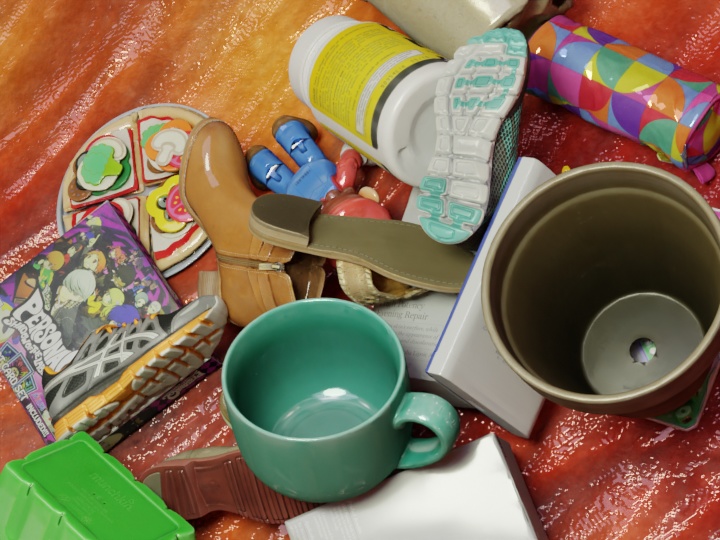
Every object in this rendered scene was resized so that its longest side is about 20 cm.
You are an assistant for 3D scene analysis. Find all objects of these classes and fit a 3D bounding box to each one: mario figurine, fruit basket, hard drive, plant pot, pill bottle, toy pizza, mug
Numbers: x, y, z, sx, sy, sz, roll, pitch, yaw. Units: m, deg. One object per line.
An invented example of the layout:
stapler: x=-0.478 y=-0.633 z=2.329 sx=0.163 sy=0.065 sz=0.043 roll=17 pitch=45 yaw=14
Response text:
mario figurine: x=-0.026 y=-0.055 z=1.637 sx=0.200 sy=0.106 sz=0.124 roll=50 pitch=133 yaw=39
fruit basket: x=-0.254 y=0.279 z=1.549 sx=0.215 sy=0.155 sz=0.216 roll=18 pitch=118 yaw=39
hard drive: x=0.138 y=0.024 z=1.465 sx=0.025 sy=0.132 sz=0.201 roll=10 pitch=70 yaw=47
plant pot: x=0.094 y=-0.278 z=1.622 sx=0.200 sy=0.200 sz=0.184 roll=-39 pitch=70 yaw=1
pill bottle: x=0.021 y=-0.161 z=1.584 sx=0.114 sy=0.114 sz=0.200 roll=-48 pitch=40 yaw=-4
plant pot: x=0.214 y=0.037 z=1.405 sx=0.199 sy=0.174 sz=0.201 roll=-7 pitch=66 yaw=17
toy pizza: x=-0.218 y=-0.081 z=1.731 sx=0.199 sy=0.032 sz=0.201 roll=-8 pitch=65 yaw=18
mug: x=-0.023 y=0.125 z=1.428 sx=0.152 sy=0.115 sz=0.185 roll=-29 pitch=50 yaw=-18

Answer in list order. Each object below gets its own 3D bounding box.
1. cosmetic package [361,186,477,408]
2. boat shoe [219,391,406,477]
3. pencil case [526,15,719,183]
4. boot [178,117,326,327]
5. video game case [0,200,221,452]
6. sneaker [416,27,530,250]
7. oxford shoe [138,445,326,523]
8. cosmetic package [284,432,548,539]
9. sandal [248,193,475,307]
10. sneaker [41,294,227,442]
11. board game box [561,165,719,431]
cosmetic package: x=0.076 y=0.016 z=1.540 sx=0.101 sy=0.074 sz=0.201 roll=3 pitch=67 yaw=37
boat shoe: x=-0.048 y=0.136 z=1.547 sx=0.199 sy=0.076 sz=0.072 roll=17 pitch=75 yaw=26
pencil case: x=0.239 y=-0.157 z=1.564 sx=0.200 sy=0.088 sz=0.088 roll=33 pitch=82 yaw=29
boot: x=-0.093 y=-0.047 z=1.594 sx=0.154 sy=0.073 sz=0.201 roll=-3 pitch=95 yaw=52
video game case: x=-0.258 y=0.064 z=1.663 sx=0.181 sy=0.036 sz=0.200 roll=-36 pitch=69 yaw=3
sneaker: x=0.104 y=-0.108 z=1.484 sx=0.077 sy=0.091 sz=0.201 roll=12 pitch=77 yaw=27
oxford shoe: x=-0.098 y=0.179 z=1.542 sx=0.199 sy=0.075 sz=0.071 roll=-2 pitch=107 yaw=24
cosmetic package: x=0.049 y=0.224 z=1.459 sx=0.199 sy=0.090 sz=0.107 roll=-22 pitch=74 yaw=7
sandal: x=0.002 y=-0.003 z=1.509 sx=0.211 sy=0.070 sz=0.078 roll=18 pitch=39 yaw=9
sneaker: x=-0.211 y=0.077 z=1.589 sx=0.200 sy=0.078 sz=0.077 roll=-35 pitch=67 yaw=4
board game box: x=0.231 y=0.019 z=1.521 sx=0.199 sy=0.026 sz=0.201 roll=17 pitch=74 yaw=26
